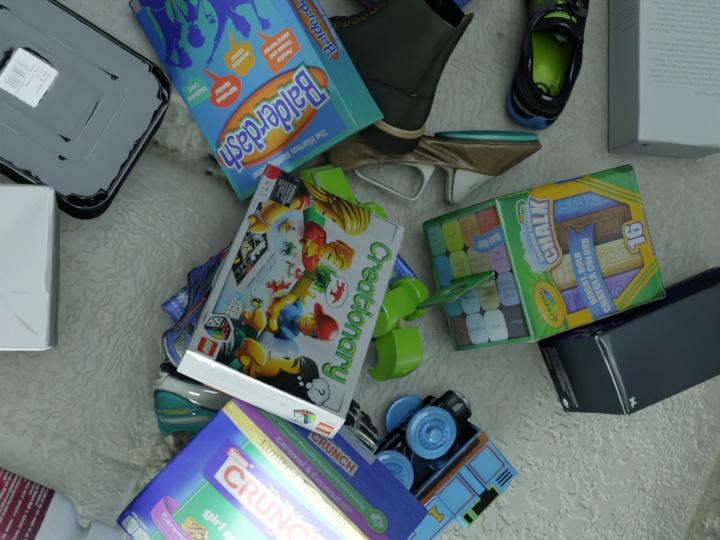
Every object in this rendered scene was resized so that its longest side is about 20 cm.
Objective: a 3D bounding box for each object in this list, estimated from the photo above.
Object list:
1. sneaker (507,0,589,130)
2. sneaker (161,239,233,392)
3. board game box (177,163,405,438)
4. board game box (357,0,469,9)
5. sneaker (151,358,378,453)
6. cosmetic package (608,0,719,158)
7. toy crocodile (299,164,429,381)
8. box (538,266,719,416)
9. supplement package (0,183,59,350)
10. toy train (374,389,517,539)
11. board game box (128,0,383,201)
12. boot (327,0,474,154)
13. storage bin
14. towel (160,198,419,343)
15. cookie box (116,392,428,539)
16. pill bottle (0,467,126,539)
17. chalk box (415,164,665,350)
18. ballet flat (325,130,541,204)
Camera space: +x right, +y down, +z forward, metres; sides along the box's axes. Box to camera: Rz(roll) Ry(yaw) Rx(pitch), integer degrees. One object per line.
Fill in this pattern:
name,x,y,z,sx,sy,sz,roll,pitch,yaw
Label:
sneaker,0.184,-0.230,1.123,0.071,0.083,0.200,12,80,-11
sneaker,-0.107,0.004,1.025,0.078,0.075,0.200,10,56,26
board game box,-0.048,0.019,0.942,0.126,0.035,0.200,24,50,-8
board game box,0.066,-0.316,1.094,0.200,0.045,0.152,-40,79,-10
sneaker,-0.081,0.128,1.035,0.200,0.078,0.080,15,114,9
cosmetic package,0.295,-0.212,1.154,0.101,0.071,0.200,3,86,-13
toy crocodile,0.000,0.000,1.061,0.067,0.062,0.200,-25,87,-50
box,0.283,0.059,1.099,0.200,0.141,0.079,-22,92,-14
supplement package,-0.296,0.001,0.940,0.121,0.200,0.120,1,87,-13
toy train,0.036,0.197,1.064,0.200,0.087,0.114,-43,104,-10
board game box,-0.091,-0.179,1.028,0.045,0.152,0.200,-34,95,-52
boot,0.000,-0.212,1.031,0.200,0.138,0.077,39,37,15
storage bin,-0.271,-0.147,1.011,0.200,0.094,0.135,32,80,-10
towel,-0.055,0.028,1.084,0.200,0.024,0.145,-38,94,-12
cookie box,-0.075,0.195,0.970,0.171,0.200,0.075,45,37,2
pill bottle,-0.298,0.214,0.973,0.200,0.110,0.110,26,81,-10
chalk box,0.140,-0.006,1.055,0.200,0.124,0.124,-14,90,-30
ballet flat,0.063,-0.098,1.101,0.200,0.068,0.072,4,99,-11
